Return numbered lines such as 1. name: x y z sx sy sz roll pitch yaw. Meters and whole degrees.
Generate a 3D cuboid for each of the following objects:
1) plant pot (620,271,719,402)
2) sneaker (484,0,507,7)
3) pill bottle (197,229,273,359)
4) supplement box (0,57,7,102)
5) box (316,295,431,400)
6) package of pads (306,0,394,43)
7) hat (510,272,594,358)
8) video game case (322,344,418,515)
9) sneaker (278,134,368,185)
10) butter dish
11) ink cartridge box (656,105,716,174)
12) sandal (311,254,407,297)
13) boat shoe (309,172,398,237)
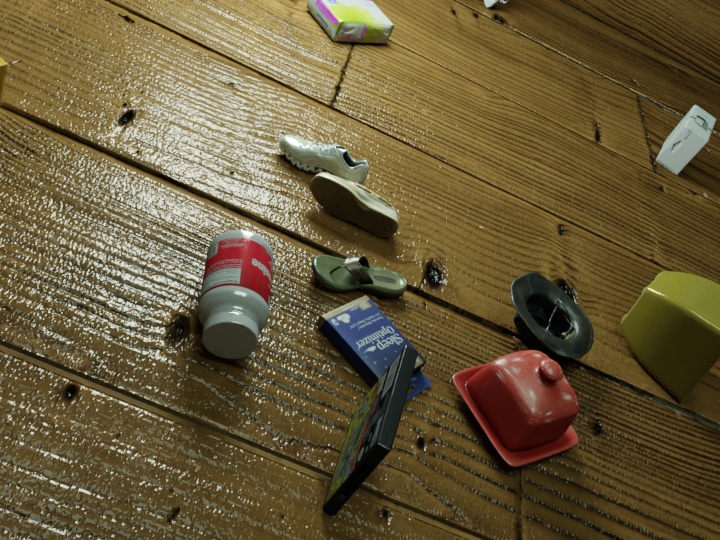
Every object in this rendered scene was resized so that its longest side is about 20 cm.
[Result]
1. plant pot: 0.674 0.116 1.782 0.200 0.194 0.195 38 39 18
2. sneaker: 0.403 -0.948 2.833 0.200 0.115 0.075 3 32 21
3. pill bottle: -0.199 0.038 1.345 0.112 0.112 0.200 17 41 -17
4. supplement box: -0.708 -0.311 1.390 0.109 0.110 0.200 41 39 12
5. box: 0.030 0.137 1.455 0.121 0.032 0.200 -23 64 -46
6. package of pads: -0.023 -0.681 2.268 0.200 0.068 0.155 -11 54 -40
7. hat: 0.361 0.104 1.669 0.200 0.081 0.201 19 47 -22
8. video game case: 0.016 0.230 1.224 0.025 0.181 0.200 29 38 -6
9. sneaker: -0.073 -0.236 1.750 0.200 0.081 0.075 28 40 -2
10. butter dish: 0.296 0.210 1.457 0.200 0.148 0.200 -7 51 -38
11. ink cartridge box: 0.993 -0.398 2.567 0.084 0.146 0.200 37 40 6
12. sandal: 0.001 -0.001 1.561 0.201 0.057 0.080 8 44 -27
13. boat shoe: -0.011 -0.140 1.698 0.200 0.074 0.069 32 35 -15
